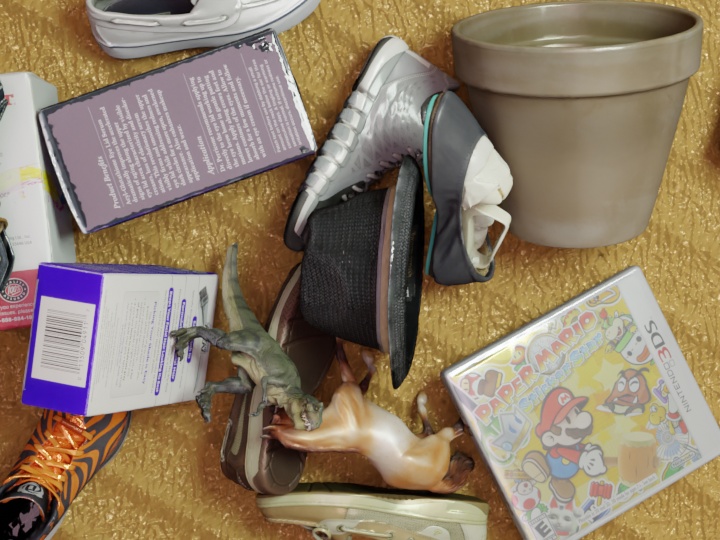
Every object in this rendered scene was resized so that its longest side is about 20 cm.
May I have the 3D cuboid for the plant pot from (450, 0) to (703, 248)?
[{"bbox_3d":[0.177,-0.118,1.246,0.199,0.200,0.174,-5,110,-2],"label":"plant pot"}]

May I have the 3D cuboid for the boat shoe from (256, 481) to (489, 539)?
[{"bbox_3d":[0.010,0.218,1.306,0.200,0.073,0.063,5,89,-10],"label":"boat shoe"}]

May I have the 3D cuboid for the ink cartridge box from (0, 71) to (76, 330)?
[{"bbox_3d":[-0.315,-0.053,1.239,0.145,0.145,0.201,-5,94,-2],"label":"ink cartridge box"}]

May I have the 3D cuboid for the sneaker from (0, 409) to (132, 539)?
[{"bbox_3d":[-0.252,0.164,1.271,0.077,0.112,0.201,27,91,-4],"label":"sneaker"}]

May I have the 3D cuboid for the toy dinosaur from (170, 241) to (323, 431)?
[{"bbox_3d":[-0.100,0.069,1.232,0.088,0.048,0.200,-21,56,-15],"label":"toy dinosaur"}]

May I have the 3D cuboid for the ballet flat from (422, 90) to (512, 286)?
[{"bbox_3d":[0.088,-0.060,1.218,0.073,0.073,0.200,-5,138,-2],"label":"ballet flat"}]

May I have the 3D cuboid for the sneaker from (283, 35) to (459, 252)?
[{"bbox_3d":[0.023,-0.087,1.286,0.115,0.075,0.201,28,91,-6],"label":"sneaker"}]

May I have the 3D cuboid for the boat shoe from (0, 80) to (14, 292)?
[{"bbox_3d":[-0.289,-0.042,1.138,0.091,0.071,0.201,27,98,-5],"label":"boat shoe"}]

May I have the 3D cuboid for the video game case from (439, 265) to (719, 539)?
[{"bbox_3d":[0.194,0.121,1.310,0.199,0.023,0.183,-28,94,-11],"label":"video game case"}]

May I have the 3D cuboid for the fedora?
[{"bbox_3d":[0.000,0.000,1.223,0.091,0.201,0.202,3,93,6],"label":"fedora"}]

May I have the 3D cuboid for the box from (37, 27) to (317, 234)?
[{"bbox_3d":[-0.143,-0.112,1.242,0.199,0.148,0.105,-20,95,1],"label":"box"}]

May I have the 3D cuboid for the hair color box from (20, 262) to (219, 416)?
[{"bbox_3d":[-0.187,0.051,1.220,0.065,0.200,0.110,9,92,21],"label":"hair color box"}]

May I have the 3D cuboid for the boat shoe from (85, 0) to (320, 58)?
[{"bbox_3d":[-0.128,-0.226,1.265,0.199,0.065,0.074,-17,66,-1],"label":"boat shoe"}]

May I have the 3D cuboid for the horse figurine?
[{"bbox_3d":[0.023,0.130,1.273,0.200,0.133,0.050,35,133,-16],"label":"horse figurine"}]

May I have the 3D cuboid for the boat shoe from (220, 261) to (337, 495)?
[{"bbox_3d":[-0.075,0.085,1.292,0.075,0.075,0.203,32,67,-43],"label":"boat shoe"}]
